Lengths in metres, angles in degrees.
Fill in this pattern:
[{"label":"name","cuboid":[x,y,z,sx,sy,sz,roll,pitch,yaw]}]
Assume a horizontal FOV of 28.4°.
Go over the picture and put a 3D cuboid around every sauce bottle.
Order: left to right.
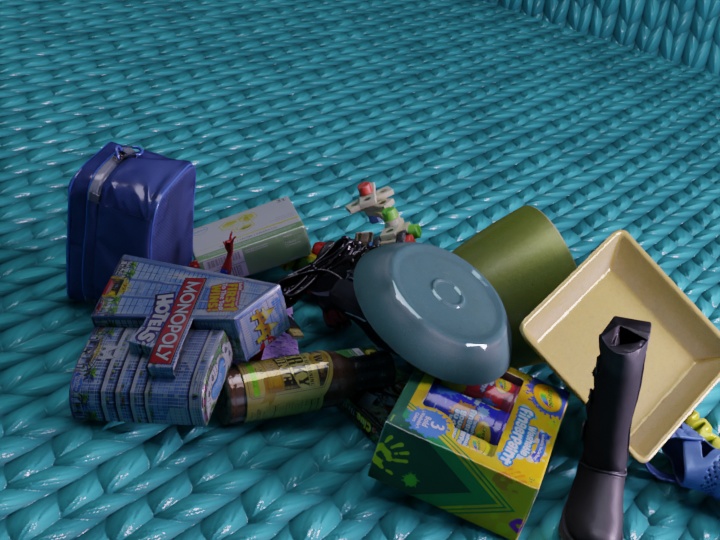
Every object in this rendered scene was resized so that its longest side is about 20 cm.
[{"label":"sauce bottle","cuboid":[-0.059,0.120,1.530,0.197,0.066,0.065,-9,29,-24]}]

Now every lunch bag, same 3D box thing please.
[{"label":"lunch bag","cuboid":[-0.279,-0.054,1.675,0.131,0.202,0.136,13,28,11]}]

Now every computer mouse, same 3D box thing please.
[{"label":"computer mouse","cuboid":[-0.016,0.037,1.573,0.140,0.046,0.200,-33,48,-16]}]

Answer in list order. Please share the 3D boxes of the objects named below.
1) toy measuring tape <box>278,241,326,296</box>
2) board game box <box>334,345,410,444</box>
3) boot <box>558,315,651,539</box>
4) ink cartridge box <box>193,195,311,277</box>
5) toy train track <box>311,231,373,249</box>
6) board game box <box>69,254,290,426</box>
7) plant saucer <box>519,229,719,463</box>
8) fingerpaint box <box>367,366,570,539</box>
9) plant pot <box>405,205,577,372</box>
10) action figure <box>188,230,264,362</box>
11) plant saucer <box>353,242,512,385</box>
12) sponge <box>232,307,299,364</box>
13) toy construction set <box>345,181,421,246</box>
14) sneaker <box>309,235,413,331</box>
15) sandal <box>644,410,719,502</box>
[{"label":"toy measuring tape","cuboid":[-0.012,0.009,1.826,0.197,0.074,0.074,14,23,-10]},{"label":"board game box","cuboid":[0.026,0.145,1.590,0.104,0.024,0.200,-8,30,-32]},{"label":"boot","cuboid":[0.251,0.165,1.420,0.065,0.203,0.165,12,23,2]},{"label":"ink cartridge box","cuboid":[-0.154,-0.054,1.851,0.144,0.048,0.200,-19,29,-6]},{"label":"toy train track","cuboid":[-0.040,-0.013,1.880,0.197,0.115,0.033,-3,70,-7]},{"label":"board game box","cuboid":[-0.184,0.069,1.485,0.197,0.062,0.201,0,40,15]},{"label":"plant saucer","cuboid":[0.291,0.087,1.579,0.200,0.049,0.200,47,60,6]},{"label":"fingerpaint box","cuboid":[0.118,0.167,1.479,0.165,0.074,0.200,23,29,8]},{"label":"plant pot","cuboid":[0.141,0.045,1.684,0.198,0.189,0.187,-21,33,-14]},{"label":"action figure","cuboid":[-0.162,0.024,1.617,0.064,0.100,0.200,-1,23,-24]},{"label":"plant saucer","cuboid":[0.087,0.035,1.527,0.198,0.036,0.201,23,37,-18]},{"label":"sponge","cuboid":[-0.132,0.068,1.681,0.110,0.030,0.201,6,24,-10]},{"label":"toy construction set","cuboid":[0.057,-0.022,1.780,0.091,0.201,0.131,-25,19,28]},{"label":"sneaker","cuboid":[0.000,0.000,1.691,0.098,0.200,0.071,52,51,-8]},{"label":"sandal","cuboid":[0.377,0.219,1.527,0.086,0.081,0.199,-9,22,-31]}]
